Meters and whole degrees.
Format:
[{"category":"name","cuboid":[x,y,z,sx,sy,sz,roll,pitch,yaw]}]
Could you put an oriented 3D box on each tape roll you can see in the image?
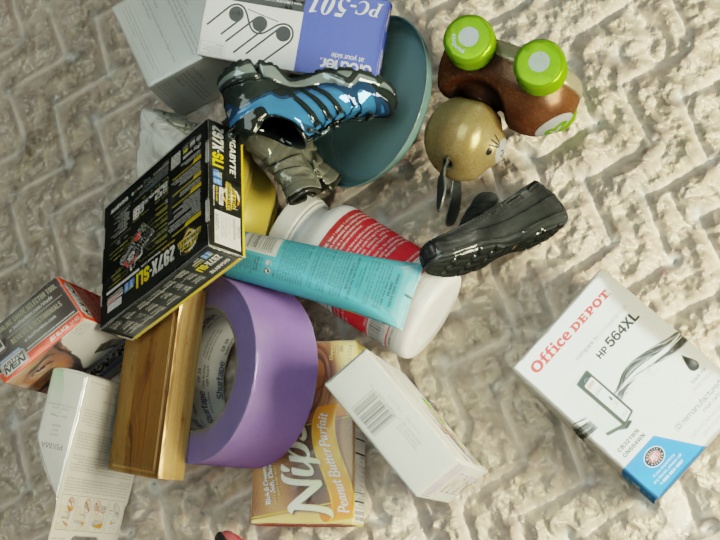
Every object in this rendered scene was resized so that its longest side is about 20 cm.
[{"category":"tape roll","cuboid":[-0.140,0.109,1.389,0.200,0.085,0.200,-13,72,46]}]

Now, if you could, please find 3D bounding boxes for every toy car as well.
[{"category":"toy car","cuboid":[0.133,-0.144,1.393,0.158,0.164,0.200,23,86,16]}]

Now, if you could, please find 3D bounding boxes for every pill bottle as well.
[{"category":"pill bottle","cuboid":[0.000,0.000,1.417,0.200,0.112,0.112,33,87,17]}]

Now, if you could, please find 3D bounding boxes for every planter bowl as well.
[{"category":"planter bowl","cuboid":[-0.147,-0.059,1.452,0.083,0.200,0.201,22,82,-16]}]

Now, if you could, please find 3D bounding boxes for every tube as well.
[{"category":"tube","cuboid":[-0.041,0.004,1.343,0.200,0.050,0.078,14,69,12]}]

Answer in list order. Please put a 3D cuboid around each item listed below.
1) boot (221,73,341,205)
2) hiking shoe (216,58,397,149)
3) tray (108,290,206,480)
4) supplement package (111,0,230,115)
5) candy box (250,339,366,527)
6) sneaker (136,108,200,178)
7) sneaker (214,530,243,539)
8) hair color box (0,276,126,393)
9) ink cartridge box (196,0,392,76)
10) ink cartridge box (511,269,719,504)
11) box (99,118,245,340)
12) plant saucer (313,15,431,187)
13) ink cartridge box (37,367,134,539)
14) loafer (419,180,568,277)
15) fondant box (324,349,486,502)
[{"category":"boot","cuboid":[-0.068,-0.144,1.442,0.068,0.200,0.131,-36,95,31]},{"category":"hiking shoe","cuboid":[-0.053,-0.163,1.353,0.200,0.074,0.087,0,71,-23]},{"category":"tray","cuboid":[-0.218,0.118,1.384,0.099,0.037,0.200,-1,81,48]},{"category":"supplement package","cuboid":[-0.164,-0.289,1.514,0.200,0.117,0.117,-27,74,6]},{"category":"candy box","cuboid":[-0.055,0.179,1.419,0.115,0.055,0.200,-2,78,14]},{"category":"sneaker","cuboid":[-0.212,-0.125,1.474,0.078,0.200,0.099,12,98,-18]},{"category":"sneaker","cuboid":[-0.066,0.332,1.392,0.200,0.074,0.087,36,74,13]},{"category":"hair color box","cuboid":[-0.319,0.080,1.425,0.111,0.200,0.064,-39,73,3]},{"category":"ink cartridge box","cuboid":[-0.071,-0.263,1.414,0.200,0.044,0.094,10,94,5]},{"category":"ink cartridge box","cuboid":[0.277,0.120,1.343,0.200,0.084,0.146,42,89,17]},{"category":"box","cuboid":[-0.198,-0.041,1.346,0.200,0.049,0.160,-35,49,37]},{"category":"plant saucer","cuboid":[0.016,-0.186,1.450,0.200,0.027,0.200,-24,58,46]},{"category":"ink cartridge box","cuboid":[-0.300,0.216,1.411,0.050,0.161,0.200,11,80,19]},{"category":"loafer","cuboid":[0.134,-0.047,1.377,0.200,0.068,0.070,-21,72,-36]},{"category":"fondant box","cuboid":[0.050,0.163,1.323,0.058,0.200,0.144,-41,73,3]}]
